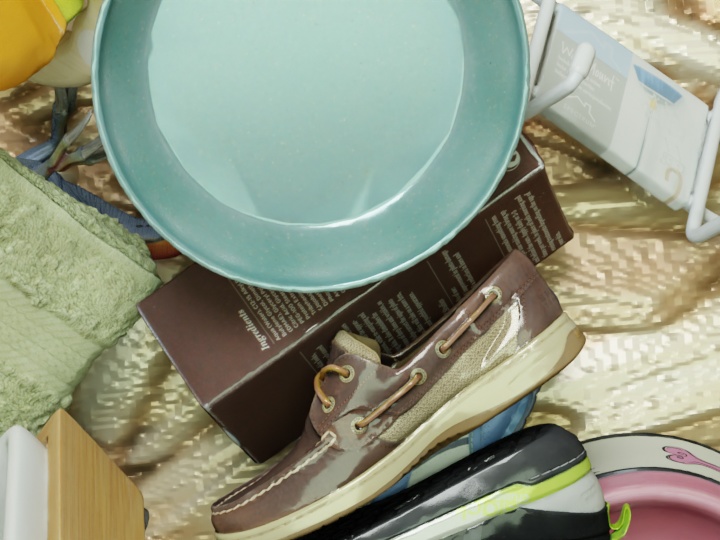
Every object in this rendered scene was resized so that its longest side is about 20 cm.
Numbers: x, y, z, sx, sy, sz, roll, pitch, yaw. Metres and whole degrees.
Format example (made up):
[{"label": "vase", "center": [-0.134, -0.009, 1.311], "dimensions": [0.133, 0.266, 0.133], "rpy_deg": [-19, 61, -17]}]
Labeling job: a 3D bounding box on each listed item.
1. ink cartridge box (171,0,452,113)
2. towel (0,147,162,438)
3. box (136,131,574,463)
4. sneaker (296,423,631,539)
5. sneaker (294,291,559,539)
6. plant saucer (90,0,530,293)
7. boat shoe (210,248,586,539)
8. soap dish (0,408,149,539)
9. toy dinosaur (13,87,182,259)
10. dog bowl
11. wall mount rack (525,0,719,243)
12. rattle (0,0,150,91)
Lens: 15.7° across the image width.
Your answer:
[{"label": "ink cartridge box", "center": [-0.045, -0.166, 1.264], "dimensions": [0.128, 0.125, 0.201], "rpy_deg": [-21, 94, -1]}, {"label": "towel", "center": [-0.193, 0.009, 1.211], "dimensions": [0.200, 0.036, 0.149], "rpy_deg": [37, 88, -41]}, {"label": "box", "center": [0.000, 0.000, 1.279], "dimensions": [0.200, 0.100, 0.075], "rpy_deg": [-37, 66, -2]}, {"label": "sneaker", "center": [0.034, 0.148, 1.244], "dimensions": [0.200, 0.072, 0.083], "rpy_deg": [-26, 96, 6]}, {"label": "sneaker", "center": [0.027, 0.083, 1.306], "dimensions": [0.082, 0.074, 0.200], "rpy_deg": [35, 90, -2]}, {"label": "plant saucer", "center": [-0.023, -0.091, 1.189], "dimensions": [0.199, 0.036, 0.201], "rpy_deg": [-1, 102, -6]}, {"label": "boat shoe", "center": [0.007, 0.060, 1.236], "dimensions": [0.200, 0.072, 0.072], "rpy_deg": [-32, 95, 1]}, {"label": "soap dish", "center": [-0.159, 0.186, 1.195], "dimensions": [0.081, 0.200, 0.157], "rpy_deg": [24, 122, -24]}, {"label": "toy dinosaur", "center": [-0.173, -0.041, 1.309], "dimensions": [0.181, 0.105, 0.200], "rpy_deg": [32, 124, -13]}, {"label": "dog bowl", "center": [0.143, 0.185, 1.315], "dimensions": [0.199, 0.074, 0.201], "rpy_deg": [0, 93, -2]}, {"label": "wall mount rack", "center": [0.152, -0.115, 1.291], "dimensions": [0.200, 0.075, 0.174], "rpy_deg": [33, 52, -21]}, {"label": "rattle", "center": [-0.203, -0.130, 1.210], "dimensions": [0.199, 0.130, 0.143], "rpy_deg": [19, 57, 27]}]
